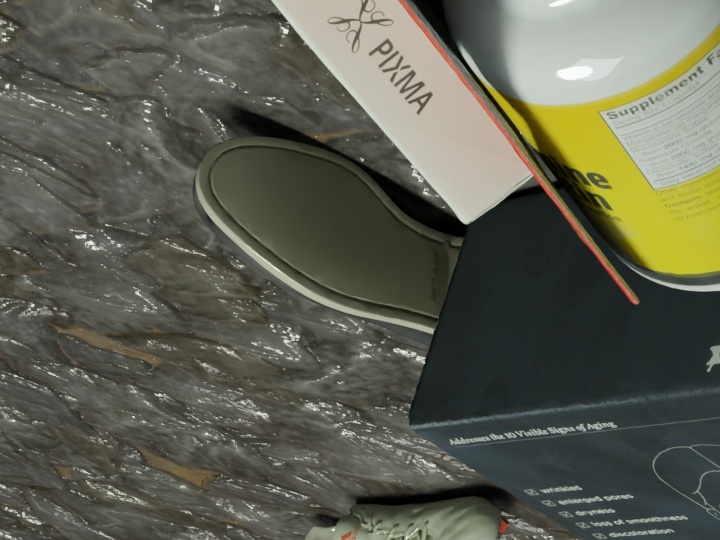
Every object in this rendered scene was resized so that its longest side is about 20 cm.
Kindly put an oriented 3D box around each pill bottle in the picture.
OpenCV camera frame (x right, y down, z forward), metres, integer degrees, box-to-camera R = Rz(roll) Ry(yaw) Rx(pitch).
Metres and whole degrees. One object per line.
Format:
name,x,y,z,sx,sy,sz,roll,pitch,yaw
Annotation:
pill bottle,0.097,-0.085,0.802,0.112,0.112,0.200,1,150,33

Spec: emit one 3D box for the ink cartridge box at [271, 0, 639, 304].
ink cartridge box,0.009,-0.079,0.830,0.044,0.174,0.200,-36,137,7

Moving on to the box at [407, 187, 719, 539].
box,0.166,0.054,1.034,0.197,0.124,0.200,33,152,-33

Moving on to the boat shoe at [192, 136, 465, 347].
boat shoe,0.000,0.000,1.099,0.200,0.073,0.063,24,152,-24

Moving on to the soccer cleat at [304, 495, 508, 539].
soccer cleat,0.025,0.178,1.466,0.078,0.069,0.200,28,157,-14
